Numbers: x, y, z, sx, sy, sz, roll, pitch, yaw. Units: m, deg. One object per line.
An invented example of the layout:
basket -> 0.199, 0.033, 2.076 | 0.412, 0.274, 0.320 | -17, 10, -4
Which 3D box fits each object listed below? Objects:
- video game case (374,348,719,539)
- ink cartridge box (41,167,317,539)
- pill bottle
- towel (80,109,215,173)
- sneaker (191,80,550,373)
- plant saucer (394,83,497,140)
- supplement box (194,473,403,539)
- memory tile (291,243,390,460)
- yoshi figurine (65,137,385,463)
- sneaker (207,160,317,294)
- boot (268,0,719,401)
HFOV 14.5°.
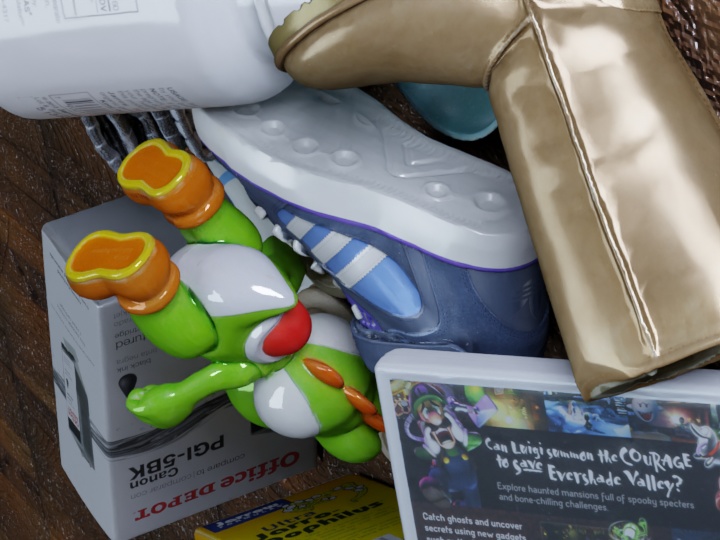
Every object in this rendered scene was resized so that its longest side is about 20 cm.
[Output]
video game case -> 0.109, 0.124, 1.217 | 0.199, 0.023, 0.183 | 3, 114, 31
ink cartridge box -> -0.103, 0.048, 1.680 | 0.083, 0.146, 0.201 | 51, 152, 41
pill bottle -> -0.080, -0.132, 1.303 | 0.199, 0.114, 0.115 | -2, 109, 32
towel -> -0.142, -0.160, 1.529 | 0.166, 0.085, 0.200 | -109, -5, -61
sneaker -> 0.000, 0.000, 1.350 | 0.200, 0.081, 0.147 | 25, 133, 25
plant saucer -> 0.039, -0.160, 1.292 | 0.200, 0.036, 0.201 | 53, 153, 43
supplement box -> -0.001, 0.194, 1.589 | 0.200, 0.109, 0.109 | 13, 118, 66
memory tile -> 0.025, 0.028, 1.426 | 0.153, 0.017, 0.201 | 25, 135, 30
yoshi figurine -> -0.064, 0.027, 1.404 | 0.200, 0.112, 0.112 | 45, -159, -35
sneaker -> -0.035, -0.029, 1.547 | 0.200, 0.072, 0.073 | -125, 28, -43
boot -> 0.067, -0.042, 1.157 | 0.066, 0.175, 0.201 | 2, -114, -67
